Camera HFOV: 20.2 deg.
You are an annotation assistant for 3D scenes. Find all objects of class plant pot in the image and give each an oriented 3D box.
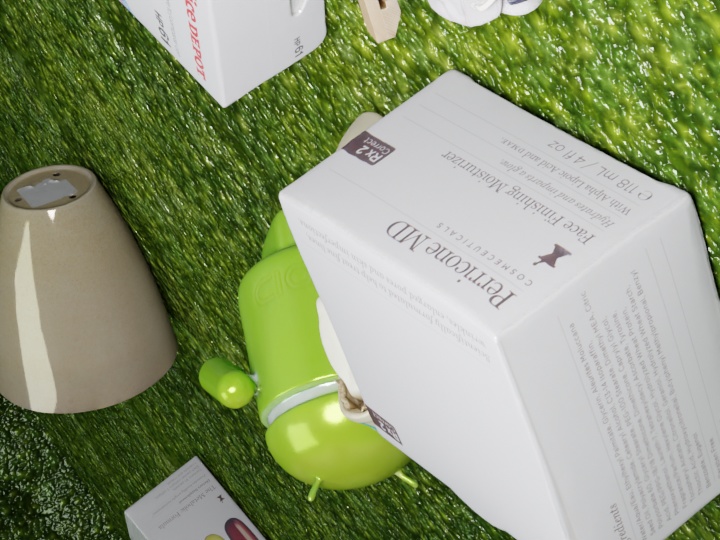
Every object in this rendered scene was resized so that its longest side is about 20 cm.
[{"bbox_3d":[-0.286,0.006,1.980,0.187,0.187,0.201,34,140,47],"label":"plant pot"}]

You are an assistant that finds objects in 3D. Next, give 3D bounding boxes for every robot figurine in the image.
[{"bbox_3d":[-0.018,0.058,1.368,0.116,0.175,0.201,119,142,-61],"label":"robot figurine"}]

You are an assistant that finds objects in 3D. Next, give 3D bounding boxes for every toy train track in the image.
[{"bbox_3d":[-0.007,-0.213,1.029,0.115,0.032,0.200,-120,10,-61],"label":"toy train track"}]

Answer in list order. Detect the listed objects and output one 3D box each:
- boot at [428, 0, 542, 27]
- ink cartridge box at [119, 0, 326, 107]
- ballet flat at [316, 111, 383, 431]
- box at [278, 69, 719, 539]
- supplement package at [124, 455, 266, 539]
[{"bbox_3d":[0.060,-0.161,0.911,0.096,0.074,0.200,53,172,-17],"label":"boot"},{"bbox_3d":[-0.115,-0.218,1.214,0.200,0.085,0.145,44,160,24],"label":"ink cartridge box"},{"bbox_3d":[0.000,0.000,1.226,0.069,0.069,0.201,139,124,-73],"label":"ballet flat"},{"bbox_3d":[0.086,0.030,1.085,0.199,0.131,0.200,34,154,47],"label":"box"},{"bbox_3d":[-0.173,0.341,2.389,0.200,0.114,0.110,47,163,16],"label":"supplement package"}]
